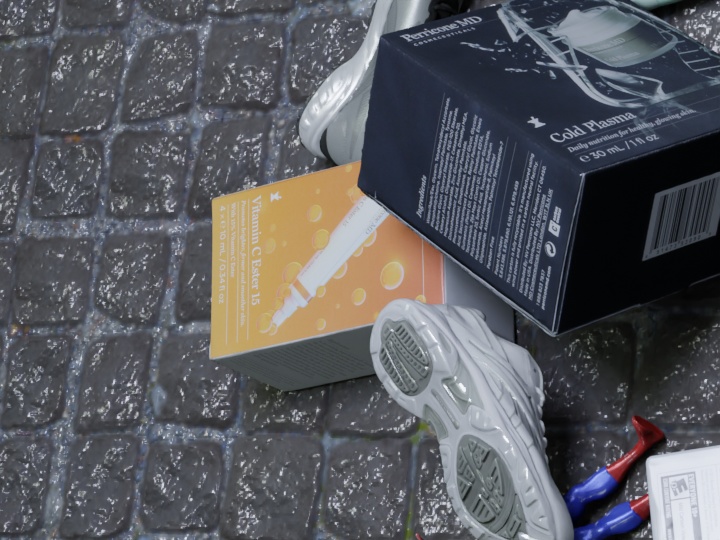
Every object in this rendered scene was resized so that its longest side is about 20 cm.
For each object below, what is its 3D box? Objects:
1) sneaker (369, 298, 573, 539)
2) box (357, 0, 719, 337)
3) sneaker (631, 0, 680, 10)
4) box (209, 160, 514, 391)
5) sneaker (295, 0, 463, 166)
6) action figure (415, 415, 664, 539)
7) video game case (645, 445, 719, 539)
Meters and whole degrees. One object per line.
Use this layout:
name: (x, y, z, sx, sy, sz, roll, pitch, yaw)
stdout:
sneaker: (0.093, 0.096, 1.580, 0.078, 0.099, 0.201, -49, 62, 43)
box: (0.138, -0.078, 1.586, 0.196, 0.199, 0.125, 36, 131, 39)
sneaker: (0.181, -0.271, 1.714, 0.118, 0.074, 0.202, -23, 64, 20)
box: (0.000, 0.000, 1.736, 0.199, 0.097, 0.125, -13, 66, 31)
sneaker: (0.037, -0.155, 1.789, 0.079, 0.074, 0.201, 38, 103, 28)
action figure: (0.111, 0.173, 1.601, 0.200, 0.099, 0.065, -45, 53, 17)
video game case: (0.271, 0.197, 1.499, 0.181, 0.024, 0.201, -11, 67, 18)
